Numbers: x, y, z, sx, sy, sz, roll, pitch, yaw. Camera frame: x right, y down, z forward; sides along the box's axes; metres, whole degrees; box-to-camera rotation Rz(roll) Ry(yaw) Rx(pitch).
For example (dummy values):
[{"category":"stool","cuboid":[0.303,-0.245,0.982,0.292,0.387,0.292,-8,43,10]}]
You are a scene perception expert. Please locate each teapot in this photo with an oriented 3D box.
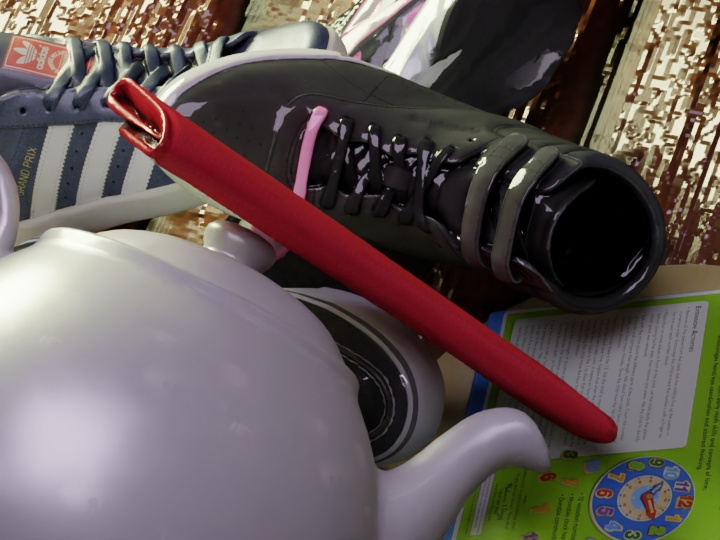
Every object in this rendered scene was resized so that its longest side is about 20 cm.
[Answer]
[{"category":"teapot","cuboid":[-0.075,0.048,1.005,0.197,0.200,0.146,13,73,41]}]

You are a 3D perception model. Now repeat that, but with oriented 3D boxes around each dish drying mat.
[{"category":"dish drying mat","cuboid":[0.000,0.000,1.032,0.018,0.200,0.077,-55,24,1]}]

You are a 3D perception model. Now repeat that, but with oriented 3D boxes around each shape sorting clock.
[{"category":"shape sorting clock","cuboid":[0.102,0.068,1.086,0.200,0.039,0.200,-14,38,11]}]

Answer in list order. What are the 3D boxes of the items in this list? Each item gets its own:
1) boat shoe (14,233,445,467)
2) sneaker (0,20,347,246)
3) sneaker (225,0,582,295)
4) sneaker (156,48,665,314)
[{"category":"boat shoe","cuboid":[-0.066,0.030,1.112,0.200,0.066,0.070,21,109,29]},{"category":"sneaker","cuboid":[-0.104,-0.066,1.175,0.200,0.085,0.075,-21,32,22]},{"category":"sneaker","cuboid":[0.004,-0.056,1.198,0.200,0.080,0.086,-48,33,-14]},{"category":"sneaker","cuboid":[0.025,-0.035,1.098,0.200,0.099,0.071,13,94,-19]}]
